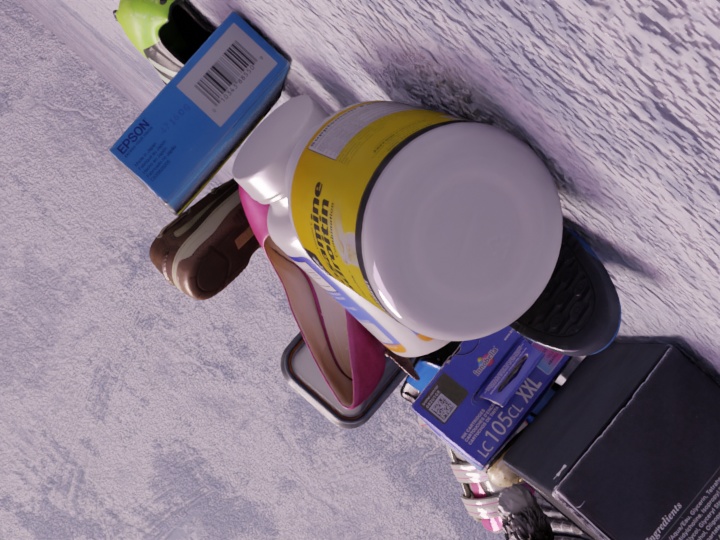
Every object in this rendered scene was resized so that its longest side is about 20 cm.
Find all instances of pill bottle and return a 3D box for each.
[{"bbox_3d":[0.023,-0.037,0.701,0.112,0.112,0.200,43,175,-23],"label":"pill bottle"},{"bbox_3d":[0.001,-0.035,0.930,0.200,0.112,0.112,44,175,-25],"label":"pill bottle"}]

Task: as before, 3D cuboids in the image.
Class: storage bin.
[{"bbox_3d":[0.008,0.054,1.350,0.145,0.200,0.134,41,165,4],"label":"storage bin"}]

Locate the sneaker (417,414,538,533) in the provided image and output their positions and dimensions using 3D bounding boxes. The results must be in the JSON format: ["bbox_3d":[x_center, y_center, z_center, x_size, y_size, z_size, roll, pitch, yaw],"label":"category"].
[{"bbox_3d":[0.126,0.186,1.119,0.199,0.089,0.081,37,156,-17],"label":"sneaker"}]

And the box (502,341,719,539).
[{"bbox_3d":[0.217,0.156,0.826,0.196,0.124,0.200,40,176,0],"label":"box"}]

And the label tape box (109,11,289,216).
[{"bbox_3d":[-0.129,-0.121,1.012,0.066,0.144,0.200,41,176,-6],"label":"label tape box"}]

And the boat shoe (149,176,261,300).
[{"bbox_3d":[-0.100,-0.058,1.071,0.074,0.202,0.075,24,138,36],"label":"boat shoe"}]

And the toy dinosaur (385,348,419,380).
[{"bbox_3d":[0.000,0.000,1.068,0.085,0.202,0.135,2,-171,44],"label":"toy dinosaur"}]

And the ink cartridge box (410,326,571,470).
[{"bbox_3d":[0.109,0.083,0.976,0.076,0.137,0.200,38,176,12],"label":"ink cartridge box"}]

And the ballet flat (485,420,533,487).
[{"bbox_3d":[0.173,0.139,0.993,0.199,0.067,0.057,-11,-120,-45],"label":"ballet flat"}]

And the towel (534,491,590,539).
[{"bbox_3d":[0.249,0.252,1.036,0.165,0.086,0.199,42,157,-24],"label":"towel"}]

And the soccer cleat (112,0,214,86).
[{"bbox_3d":[-0.143,-0.181,1.106,0.081,0.068,0.200,22,165,36],"label":"soccer cleat"}]

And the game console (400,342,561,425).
[{"bbox_3d":[0.152,0.115,1.197,0.199,0.171,0.119,29,131,2],"label":"game console"}]

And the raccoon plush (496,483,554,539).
[{"bbox_3d":[0.176,0.232,0.854,0.097,0.133,0.202,12,-121,-66],"label":"raccoon plush"}]

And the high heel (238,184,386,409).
[{"bbox_3d":[-0.044,0.014,0.987,0.201,0.067,0.096,60,-151,-21],"label":"high heel"}]

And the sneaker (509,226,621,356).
[{"bbox_3d":[0.105,0.003,0.754,0.078,0.066,0.200,30,-176,-34],"label":"sneaker"}]
